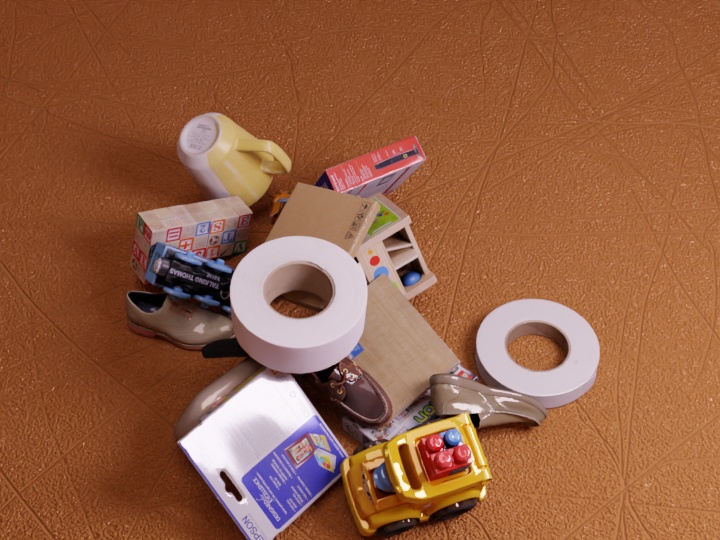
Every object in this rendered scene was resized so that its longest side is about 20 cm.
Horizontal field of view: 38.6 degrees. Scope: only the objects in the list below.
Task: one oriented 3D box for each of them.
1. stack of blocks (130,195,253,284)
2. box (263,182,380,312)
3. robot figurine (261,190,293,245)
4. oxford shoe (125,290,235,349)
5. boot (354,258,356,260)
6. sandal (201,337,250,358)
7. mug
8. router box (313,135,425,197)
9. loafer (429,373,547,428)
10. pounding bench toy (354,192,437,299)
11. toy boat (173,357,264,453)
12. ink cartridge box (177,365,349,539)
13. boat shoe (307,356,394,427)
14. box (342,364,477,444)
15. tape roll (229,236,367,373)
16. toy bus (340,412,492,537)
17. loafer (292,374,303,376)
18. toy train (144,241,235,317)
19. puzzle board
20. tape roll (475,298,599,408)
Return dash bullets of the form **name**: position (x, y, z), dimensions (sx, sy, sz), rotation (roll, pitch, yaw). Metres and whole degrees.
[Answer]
- **stack of blocks**: position (-0.295, -0.055, 1.802), dimensions (0.200, 0.115, 0.059), rotation (-14, 46, -35)
- **box**: position (-0.079, -0.041, 1.639), dimensions (0.163, 0.021, 0.200), rotation (16, 69, 32)
- **robot figurine**: position (-0.134, -0.042, 1.778), dimensions (0.058, 0.145, 0.200), rotation (-1, 38, 9)
- **oxford shoe**: position (-0.301, 0.079, 1.709), dimensions (0.199, 0.074, 0.071), rotation (8, 48, 9)
- **boot**: position (0.002, -0.080, 1.806), dimensions (0.200, 0.132, 0.070), rotation (-32, 53, -25)
- **sandal**: position (-0.147, 0.101, 1.541), dimensions (0.199, 0.045, 0.075), rotation (-4, 12, 14)
- **mug**: position (-0.237, -0.214, 1.846), dimensions (0.186, 0.153, 0.150), rotation (-28, 60, 8)
- **router box**: position (0.003, -0.161, 1.841), dimensions (0.179, 0.200, 0.049), rotation (-23, 85, -19)
- **loafer**: position (0.189, 0.209, 1.554), dimensions (0.199, 0.076, 0.068), rotation (17, 78, -16)
- **pounding bench toy**: position (0.000, 0.000, 1.712), dimensions (0.200, 0.156, 0.124), rotation (-31, 32, -10)
- **toy boat**: position (-0.182, 0.223, 1.561), dimensions (0.200, 0.131, 0.131), rotation (-36, 85, -27)
- **ink cartridge box**: position (-0.138, 0.264, 1.482), dimensions (0.200, 0.047, 0.198), rotation (-38, 98, -28)
- **boat shoe**: position (-0.034, 0.164, 1.563), dimensions (0.200, 0.070, 0.070), rotation (37, 86, 26)
- **box**: position (0.079, 0.207, 1.605), dimensions (0.110, 0.035, 0.200), rotation (34, 57, 29)
- **tape roll**: position (-0.089, 0.048, 1.499), dimensions (0.202, 0.071, 0.203), rotation (2, 52, -2)
- **toy bus**: position (0.081, 0.276, 1.420), dimensions (0.199, 0.192, 0.136), rotation (-16, 70, -10)
- **loafer**: position (-0.057, 0.130, 1.661), dimensions (0.199, 0.063, 0.072), rotation (-5, 48, -3)
- **toy train**: position (-0.257, 0.016, 1.713), dimensions (0.199, 0.087, 0.114), rotation (19, 3, -28)
- **puzzle board**: position (0.038, 0.120, 1.608), dimensions (0.151, 0.017, 0.200), rotation (-39, 63, -3)
- **tape roll**: position (0.286, 0.132, 1.665), dimensions (0.202, 0.037, 0.203), rotation (-1, 47, 1)
